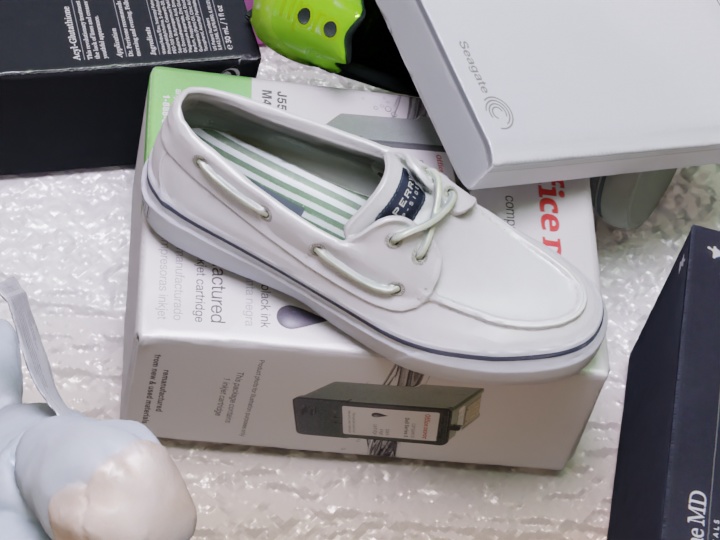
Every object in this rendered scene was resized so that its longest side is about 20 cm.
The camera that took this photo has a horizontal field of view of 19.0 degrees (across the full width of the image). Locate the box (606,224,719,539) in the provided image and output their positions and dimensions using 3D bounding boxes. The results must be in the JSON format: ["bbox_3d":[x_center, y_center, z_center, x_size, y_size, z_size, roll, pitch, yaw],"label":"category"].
[{"bbox_3d":[0.201,0.105,0.893,0.181,0.104,0.201,15,52,-2],"label":"box"}]

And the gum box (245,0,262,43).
[{"bbox_3d":[-0.033,-0.205,1.093,0.113,0.066,0.201,-7,56,-15],"label":"gum box"}]

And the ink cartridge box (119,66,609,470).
[{"bbox_3d":[0.000,0.000,0.939,0.199,0.084,0.146,5,54,-9],"label":"ink cartridge box"}]

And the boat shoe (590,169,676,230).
[{"bbox_3d":[0.133,-0.099,1.059,0.071,0.070,0.201,14,48,13],"label":"boat shoe"}]

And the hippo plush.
[{"bbox_3d":[-0.140,0.124,0.770,0.160,0.159,0.200,-31,84,-18],"label":"hippo plush"}]

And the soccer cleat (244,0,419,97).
[{"bbox_3d":[0.035,-0.105,0.998,0.200,0.068,0.081,1,25,-47],"label":"soccer cleat"}]

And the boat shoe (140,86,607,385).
[{"bbox_3d":[0.007,-0.013,0.854,0.199,0.067,0.074,17,54,0],"label":"boat shoe"}]

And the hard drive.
[{"bbox_3d":[0.102,-0.104,0.960,0.199,0.027,0.132,-8,64,-38],"label":"hard drive"}]

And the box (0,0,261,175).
[{"bbox_3d":[-0.140,-0.148,1.022,0.141,0.079,0.201,-4,56,-18],"label":"box"}]
